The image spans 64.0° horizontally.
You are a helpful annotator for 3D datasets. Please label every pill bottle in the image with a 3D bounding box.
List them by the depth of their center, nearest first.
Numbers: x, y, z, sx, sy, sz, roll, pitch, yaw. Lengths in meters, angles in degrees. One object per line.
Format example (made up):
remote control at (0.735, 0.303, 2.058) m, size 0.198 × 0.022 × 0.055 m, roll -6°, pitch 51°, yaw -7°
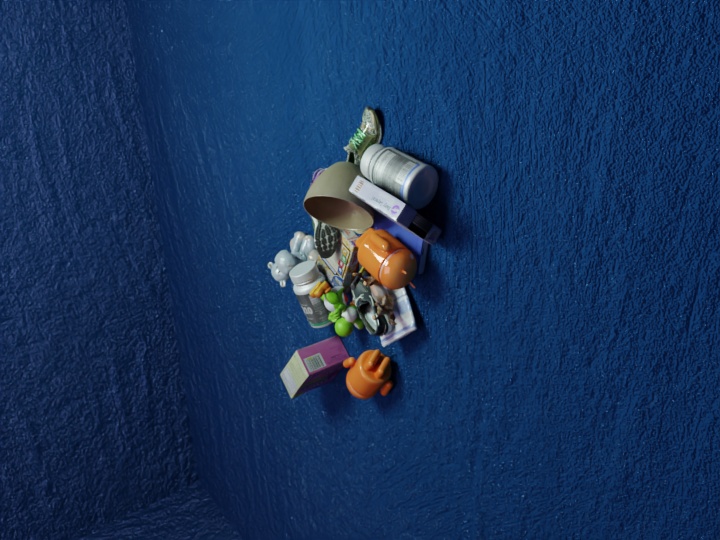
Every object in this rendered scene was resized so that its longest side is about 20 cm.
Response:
pill bottle at (0.094, -0.245, 1.465) m, size 0.199 × 0.112 × 0.116 m, roll 38°, pitch 132°, yaw 41°
pill bottle at (-0.152, 0.077, 1.891) m, size 0.112 × 0.113 × 0.203 m, roll 12°, pitch 132°, yaw 51°

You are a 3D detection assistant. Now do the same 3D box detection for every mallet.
mallet at (0.000, 0.000, 1.653) m, size 0.040 × 0.200 × 0.067 m, roll 2°, pitch 104°, yaw 12°

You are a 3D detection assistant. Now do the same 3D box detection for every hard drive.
hard drive at (0.107, -0.093, 1.582) m, size 0.199 × 0.025 × 0.134 m, roll 36°, pitch 131°, yaw 42°

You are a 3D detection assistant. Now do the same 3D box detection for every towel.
towel at (0.084, 0.101, 1.649) m, size 0.146 × 0.023 × 0.204 m, roll -32°, pitch 66°, yaw 42°

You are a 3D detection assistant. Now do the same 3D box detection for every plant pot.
plant pot at (-0.046, -0.215, 1.574) m, size 0.199 × 0.198 × 0.137 m, roll -14°, pitch 57°, yaw 55°

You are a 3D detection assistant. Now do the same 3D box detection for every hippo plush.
hippo plush at (-0.241, -0.036, 1.975) m, size 0.161 × 0.159 × 0.201 m, roll 57°, pitch 142°, yaw 21°

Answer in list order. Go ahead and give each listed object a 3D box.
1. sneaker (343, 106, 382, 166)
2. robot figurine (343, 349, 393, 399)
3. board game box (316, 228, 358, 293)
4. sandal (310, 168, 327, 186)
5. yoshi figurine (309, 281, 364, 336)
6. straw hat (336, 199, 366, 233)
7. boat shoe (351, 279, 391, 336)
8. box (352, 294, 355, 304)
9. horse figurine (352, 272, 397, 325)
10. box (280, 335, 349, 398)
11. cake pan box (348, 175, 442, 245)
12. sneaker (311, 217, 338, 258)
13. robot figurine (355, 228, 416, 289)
sneaker at (-0.001, -0.347, 1.579) m, size 0.077 × 0.087 × 0.203 m, roll 43°, pitch 134°, yaw 36°
robot figurine at (0.022, 0.324, 1.789) m, size 0.201 × 0.141 × 0.118 m, roll 122°, pitch 145°, yaw -47°
board game box at (-0.068, -0.048, 1.828) m, size 0.152 × 0.046 × 0.202 m, roll 49°, pitch 138°, yaw 32°
sandal at (-0.129, -0.280, 1.788) m, size 0.202 × 0.049 × 0.084 m, roll 160°, pitch 115°, yaw -67°
yoshi figurine at (-0.077, 0.132, 1.804) m, size 0.200 × 0.113 × 0.112 m, roll 43°, pitch 123°, yaw -15°
straw hat at (-0.046, -0.202, 1.703) m, size 0.200 × 0.084 × 0.205 m, roll 27°, pitch 125°, yaw 47°
boat shoe at (0.020, 0.101, 1.657) m, size 0.201 × 0.060 × 0.076 m, roll 54°, pitch 126°, yaw 33°
box at (0.049, 0.123, 1.739) m, size 0.199 × 0.041 × 0.039 m, roll 38°, pitch 131°, yaw 42°
horse figurine at (0.050, 0.067, 1.601) m, size 0.049 × 0.132 × 0.203 m, roll -32°, pitch 78°, yaw 24°
box at (-0.159, 0.334, 1.994) m, size 0.098 × 0.174 × 0.201 m, roll 59°, pitch 142°, yaw 19°
cake pan box at (0.089, -0.147, 1.435) m, size 0.199 × 0.183 × 0.053 m, roll 38°, pitch 99°, yaw 41°
sneaker at (-0.117, -0.140, 1.774) m, size 0.089 × 0.075 × 0.205 m, roll -166°, pitch 67°, yaw -80°
robot figurine at (0.071, -0.028, 1.526) m, size 0.200 × 0.115 × 0.146 m, roll 43°, pitch 130°, yaw 37°
